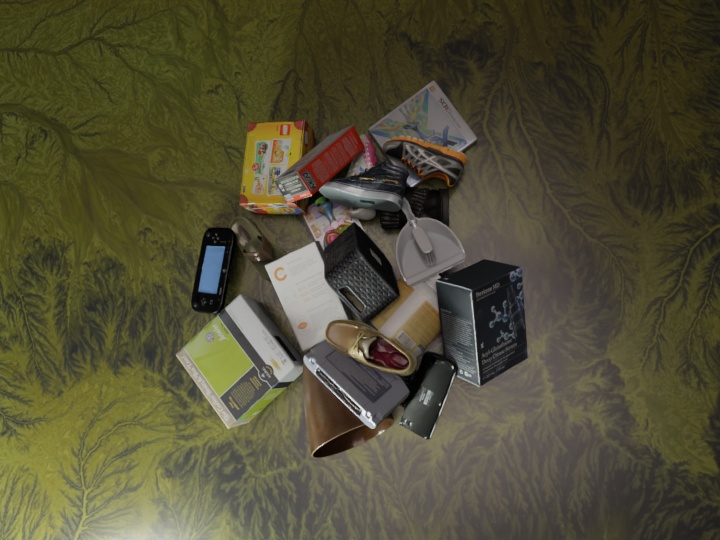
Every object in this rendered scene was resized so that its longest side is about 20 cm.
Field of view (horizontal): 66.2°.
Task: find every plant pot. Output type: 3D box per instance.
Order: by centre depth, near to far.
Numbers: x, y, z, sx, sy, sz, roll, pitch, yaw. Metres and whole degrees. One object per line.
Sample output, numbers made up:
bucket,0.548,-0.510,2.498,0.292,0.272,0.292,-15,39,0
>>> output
plant pot,-0.048,0.260,1.174,0.183,0.187,0.203,-24,64,3

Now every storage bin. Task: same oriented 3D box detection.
storage bin,0.000,0.000,1.164,0.093,0.201,0.135,-39,109,13

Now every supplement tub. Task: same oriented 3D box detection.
supplement tub,0.106,0.098,1.182,0.144,0.145,0.200,43,88,12

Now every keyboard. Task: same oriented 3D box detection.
keyboard,0.136,0.254,1.174,0.102,0.039,0.204,25,116,18

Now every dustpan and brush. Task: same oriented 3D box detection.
dustpan and brush,0.121,-0.079,1.166,0.137,0.058,0.202,-25,48,2

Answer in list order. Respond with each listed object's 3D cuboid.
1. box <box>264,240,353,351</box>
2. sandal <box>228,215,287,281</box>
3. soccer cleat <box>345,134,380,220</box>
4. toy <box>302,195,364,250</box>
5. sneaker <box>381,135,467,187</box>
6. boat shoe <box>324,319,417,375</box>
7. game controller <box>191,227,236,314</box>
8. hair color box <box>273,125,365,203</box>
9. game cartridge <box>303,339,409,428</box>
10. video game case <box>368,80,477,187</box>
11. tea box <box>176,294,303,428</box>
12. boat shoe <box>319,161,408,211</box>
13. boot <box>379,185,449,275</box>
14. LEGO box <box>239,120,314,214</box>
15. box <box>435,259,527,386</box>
box,-0.109,0.053,1.221,0.122,0.097,0.204,-23,93,3
sandal,-0.243,-0.049,1.297,0.200,0.057,0.080,42,88,12
soccer cleat,-0.004,-0.217,1.278,0.084,0.070,0.206,-4,81,-17
toy,-0.051,-0.083,1.282,0.113,0.047,0.203,-28,78,4
sneaker,0.139,-0.248,1.248,0.195,0.078,0.079,17,92,11
boat shoe,0.018,0.146,1.078,0.195,0.066,0.076,18,83,10
game controller,-0.345,-0.001,1.300,0.103,0.042,0.206,2,80,40
hair color box,-0.088,-0.235,1.221,0.200,0.100,0.062,-46,114,-32
game cartridge,-0.003,0.209,1.105,0.199,0.041,0.132,40,46,21
video game case,0.146,-0.320,1.306,0.198,0.022,0.184,-35,78,1
tea box,-0.257,0.200,1.220,0.196,0.134,0.201,-40,78,-1
boat shoe,0.009,-0.191,1.216,0.195,0.071,0.093,12,70,17
boot,0.119,-0.093,1.242,0.153,0.080,0.217,3,71,1
LEGO box,-0.194,-0.241,1.301,0.145,0.077,0.206,2,81,16
box,0.246,0.100,1.115,0.146,0.106,0.205,-20,110,-31
